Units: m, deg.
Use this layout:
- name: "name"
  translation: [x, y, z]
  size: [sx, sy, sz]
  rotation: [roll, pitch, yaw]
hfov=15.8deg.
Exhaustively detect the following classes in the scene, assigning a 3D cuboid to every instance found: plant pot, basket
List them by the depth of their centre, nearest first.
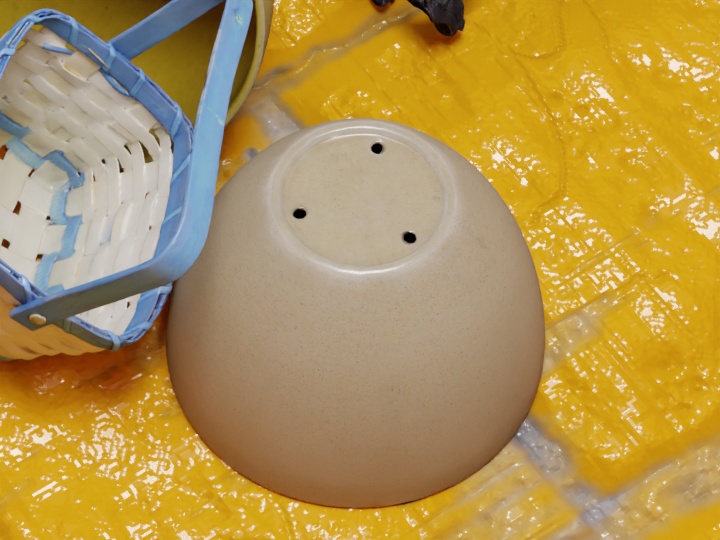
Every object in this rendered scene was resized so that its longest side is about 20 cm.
- name: "basket"
  translation: [-0.138, -0.045, 1.299]
  size: [0.200, 0.139, 0.177]
  rotation: [-21, 44, 35]
- name: "plant pot"
  translation: [0.000, 0.000, 1.314]
  size: [0.200, 0.135, 0.201]
  rotation: [1, 57, -2]
- name: "plant pot"
  translation: [-0.129, -0.176, 1.409]
  size: [0.200, 0.200, 0.142]
  rotation: [14, 35, 7]

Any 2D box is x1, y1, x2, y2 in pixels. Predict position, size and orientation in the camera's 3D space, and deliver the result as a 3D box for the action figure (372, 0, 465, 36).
- name: "action figure"
  translation: [0.095, -0.217, 1.479]
  size: [0.200, 0.102, 0.119]
  rotation: [-33, 52, -19]
